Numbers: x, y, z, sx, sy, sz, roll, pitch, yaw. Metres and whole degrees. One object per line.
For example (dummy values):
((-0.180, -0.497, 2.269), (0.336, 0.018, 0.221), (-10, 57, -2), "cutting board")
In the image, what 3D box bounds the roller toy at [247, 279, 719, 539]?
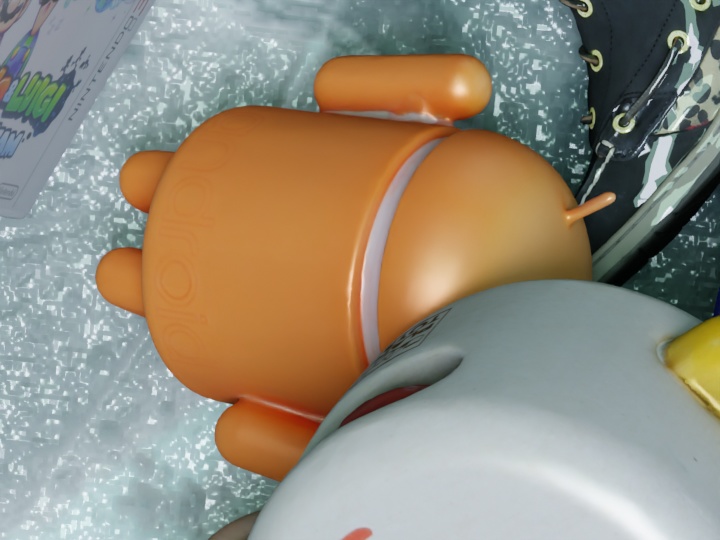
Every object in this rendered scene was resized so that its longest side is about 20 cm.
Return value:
((0.061, 0.101, 0.983), (0.181, 0.140, 0.201), (12, 117, 16), "roller toy")

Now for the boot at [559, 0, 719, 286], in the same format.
((0.088, -0.096, 1.143), (0.154, 0.073, 0.204), (39, 101, 8), "boot")

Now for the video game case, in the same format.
((-0.110, -0.104, 1.078), (0.024, 0.200, 0.183), (32, 94, 9), "video game case")

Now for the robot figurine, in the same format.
((0.000, 0.002, 1.102), (0.199, 0.144, 0.117), (7, 132, 32), "robot figurine")

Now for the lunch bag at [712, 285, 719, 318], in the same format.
((0.171, 0.048, 1.084), (0.082, 0.161, 0.201), (8, 116, -5), "lunch bag")

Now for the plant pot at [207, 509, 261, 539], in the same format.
((-0.015, 0.216, 1.104), (0.200, 0.200, 0.175), (33, 118, -1), "plant pot")
